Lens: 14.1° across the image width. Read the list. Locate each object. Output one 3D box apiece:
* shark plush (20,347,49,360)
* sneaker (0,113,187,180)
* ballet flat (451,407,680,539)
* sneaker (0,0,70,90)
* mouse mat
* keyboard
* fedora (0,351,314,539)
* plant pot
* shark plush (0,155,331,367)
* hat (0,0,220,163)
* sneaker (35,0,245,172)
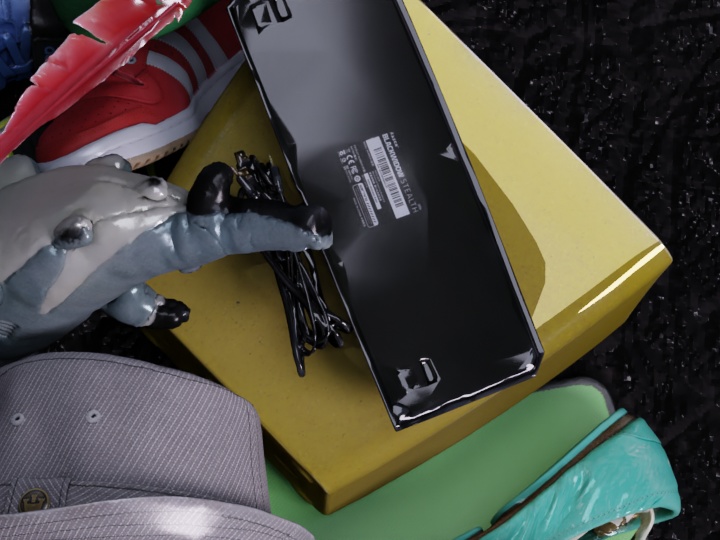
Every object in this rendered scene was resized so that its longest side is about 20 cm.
[{"bbox_3d":[-0.188,0.101,1.336,0.083,0.091,0.201,15,86,17],"label":"shark plush"},{"bbox_3d":[-0.162,-0.040,1.349,0.200,0.076,0.076,-23,95,-44],"label":"sneaker"},{"bbox_3d":[0.070,0.141,1.351,0.200,0.067,0.070,-33,78,-19],"label":"ballet flat"},{"bbox_3d":[-0.178,-0.100,1.370,0.111,0.077,0.200,16,65,3],"label":"sneaker"},{"bbox_3d":[0.043,0.141,1.386,0.199,0.008,0.161,-9,76,-15],"label":"mouse mat"},{"bbox_3d":[-0.005,-0.031,1.230,0.104,0.040,0.200,-20,85,-18],"label":"keyboard"},{"bbox_3d":[-0.117,0.089,1.229,0.199,0.177,0.091,-9,71,26],"label":"fedora"},{"bbox_3d":[0.000,0.000,1.326,0.200,0.200,0.176,45,83,6],"label":"plant pot"},{"bbox_3d":[-0.100,-0.009,1.209,0.200,0.083,0.091,-19,34,20],"label":"shark plush"},{"bbox_3d":[-0.092,-0.102,1.247,0.199,0.166,0.177,2,95,-21],"label":"hat"},{"bbox_3d":[-0.105,-0.112,1.316,0.200,0.071,0.113,-47,120,-59],"label":"sneaker"}]
